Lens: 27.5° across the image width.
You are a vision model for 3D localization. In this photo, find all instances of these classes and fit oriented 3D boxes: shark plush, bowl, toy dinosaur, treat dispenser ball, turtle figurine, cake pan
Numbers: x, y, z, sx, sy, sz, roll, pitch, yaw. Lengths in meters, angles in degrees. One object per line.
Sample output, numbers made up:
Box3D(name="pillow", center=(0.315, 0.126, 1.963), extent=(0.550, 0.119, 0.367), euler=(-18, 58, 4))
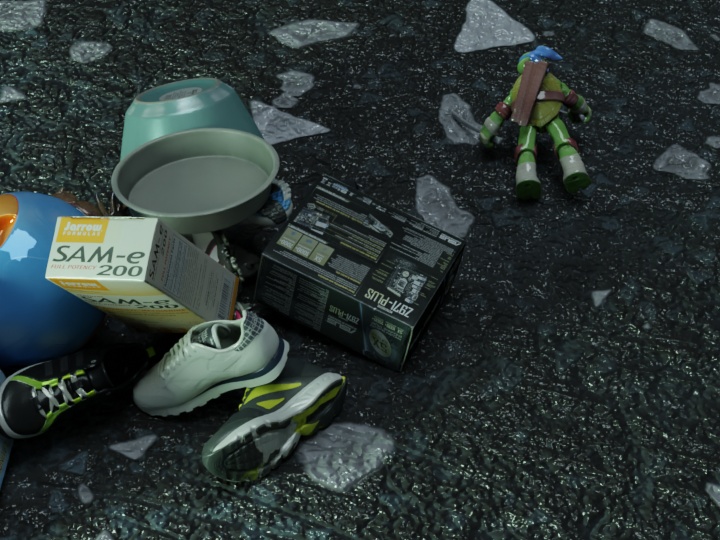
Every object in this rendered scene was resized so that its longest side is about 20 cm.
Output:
Box3D(name="shark plush", center=(-0.171, -0.024, 1.816), extent=(0.199, 0.091, 0.083), euler=(-6, 12, 0))
Box3D(name="bowl", center=(-0.226, -0.183, 1.902), extent=(0.200, 0.106, 0.201), euler=(-10, 20, 4))
Box3D(name="toy dinosaur", center=(-0.341, -0.060, 1.783), extent=(0.199, 0.086, 0.136), euler=(11, 2, 7))
Box3D(name="treat dispenser ball", center=(-0.381, 0.011, 1.667), extent=(0.200, 0.202, 0.201), euler=(1, 42, -1))
Box3D(name="turtle figurine", center=(0.241, -0.182, 1.992), extent=(0.143, 0.200, 0.195), euler=(8, 59, -26))
Box3D(name="cake pan", center=(-0.193, -0.105, 1.742), extent=(0.199, 0.037, 0.201), euler=(-4, 34, 2))

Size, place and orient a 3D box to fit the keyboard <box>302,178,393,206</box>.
Box3D(name="keyboard", center=(-0.004, -0.050, 1.879), extent=(0.126, 0.021, 0.201), euler=(-4, 44, -6))

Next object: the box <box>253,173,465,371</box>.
Box3D(name="box", center=(0.000, 0.000, 1.749), extent=(0.199, 0.086, 0.164), euler=(25, 48, 9))

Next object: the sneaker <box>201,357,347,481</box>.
Box3D(name="sneaker", center=(-0.105, 0.162, 1.616), extent=(0.084, 0.075, 0.200), euler=(28, 39, 34))

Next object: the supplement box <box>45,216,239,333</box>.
Box3D(name="supplement box", center=(-0.233, 0.009, 1.601), extent=(0.125, 0.200, 0.074), euler=(1, 71, 24))

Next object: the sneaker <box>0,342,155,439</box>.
Box3D(name="sneaker", center=(-0.310, 0.118, 1.604), extent=(0.200, 0.083, 0.072), euler=(-28, 92, -44))

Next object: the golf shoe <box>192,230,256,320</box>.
Box3D(name="golf shoe", center=(-0.175, 0.025, 1.717), extent=(0.088, 0.077, 0.201), euler=(-20, 67, 0))

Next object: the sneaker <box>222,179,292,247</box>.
Box3D(name="sneaker", center=(-0.136, -0.068, 1.816), extent=(0.075, 0.087, 0.200), euler=(-18, 19, -24))

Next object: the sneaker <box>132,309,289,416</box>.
Box3D(name="sneaker", center=(-0.178, 0.097, 1.621), extent=(0.199, 0.081, 0.077), euler=(-23, 44, 23))

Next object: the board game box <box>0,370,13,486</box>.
Box3D(name="board game box", center=(-0.432, 0.150, 1.513), extent=(0.056, 0.196, 0.201), euler=(-11, 40, 13))
